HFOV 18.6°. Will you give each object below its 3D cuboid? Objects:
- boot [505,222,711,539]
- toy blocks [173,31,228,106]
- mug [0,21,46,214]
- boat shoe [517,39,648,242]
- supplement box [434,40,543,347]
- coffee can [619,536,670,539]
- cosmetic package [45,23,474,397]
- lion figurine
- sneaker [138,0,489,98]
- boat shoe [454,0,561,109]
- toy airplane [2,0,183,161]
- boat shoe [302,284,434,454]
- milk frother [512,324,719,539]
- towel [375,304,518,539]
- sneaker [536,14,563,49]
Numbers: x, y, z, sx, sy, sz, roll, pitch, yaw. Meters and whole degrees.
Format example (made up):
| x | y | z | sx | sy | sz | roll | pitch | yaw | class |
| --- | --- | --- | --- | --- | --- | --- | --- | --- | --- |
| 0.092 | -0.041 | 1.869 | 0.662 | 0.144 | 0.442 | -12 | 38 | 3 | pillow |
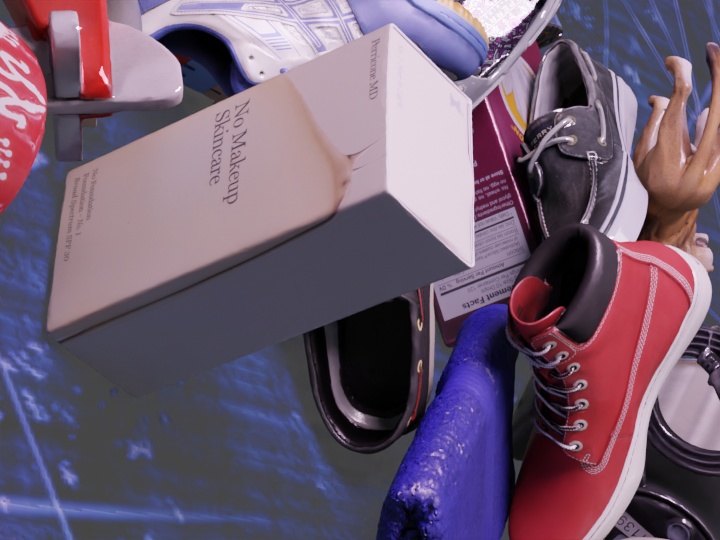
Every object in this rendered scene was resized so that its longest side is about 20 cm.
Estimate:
| x | y | z | sx | sy | sz | roll | pitch | yaw | class |
| --- | --- | --- | --- | --- | --- | --- | --- | --- | --- |
| 0.106 | 0.071 | 1.216 | 0.144 | 0.072 | 0.201 | 11 | 104 | -52 | boot |
| -0.056 | -0.152 | 1.242 | 0.136 | 0.100 | 0.201 | 25 | 58 | -34 | toy blocks |
| -0.228 | -0.109 | 0.873 | 0.200 | 0.133 | 0.178 | 33 | 45 | -50 | mug |
| 0.125 | -0.066 | 1.332 | 0.071 | 0.072 | 0.200 | 39 | 30 | -23 | boat shoe |
| 0.081 | -0.061 | 1.399 | 0.110 | 0.085 | 0.201 | -5 | 75 | -60 | supplement box |
| 0.135 | 0.246 | 1.203 | 0.200 | 0.146 | 0.147 | -26 | 93 | -63 | coffee can |
| -0.048 | -0.025 | 1.037 | 0.073 | 0.200 | 0.104 | 40 | 38 | -40 | cosmetic package |
| 0.195 | -0.058 | 1.356 | 0.200 | 0.072 | 0.123 | 68 | 40 | -74 | lion figurine |
| -0.035 | -0.118 | 1.149 | 0.075 | 0.199 | 0.088 | 114 | -11 | -71 | sneaker |
| 0.047 | -0.124 | 1.299 | 0.070 | 0.201 | 0.072 | 43 | -13 | 3 | boat shoe |
| -0.125 | -0.152 | 1.009 | 0.141 | 0.200 | 0.200 | -22 | 108 | -20 | toy airplane |
| 0.003 | 0.000 | 1.188 | 0.063 | 0.073 | 0.202 | -50 | 137 | -67 | boat shoe |
| 0.212 | 0.106 | 1.387 | 0.181 | 0.200 | 0.188 | 57 | 30 | -10 | milk frother |
| 0.044 | 0.124 | 1.197 | 0.200 | 0.049 | 0.148 | -60 | 154 | -58 | towel |
| 0.068 | -0.192 | 1.502 | 0.200 | 0.075 | 0.079 | 13 | 50 | -65 | sneaker |
